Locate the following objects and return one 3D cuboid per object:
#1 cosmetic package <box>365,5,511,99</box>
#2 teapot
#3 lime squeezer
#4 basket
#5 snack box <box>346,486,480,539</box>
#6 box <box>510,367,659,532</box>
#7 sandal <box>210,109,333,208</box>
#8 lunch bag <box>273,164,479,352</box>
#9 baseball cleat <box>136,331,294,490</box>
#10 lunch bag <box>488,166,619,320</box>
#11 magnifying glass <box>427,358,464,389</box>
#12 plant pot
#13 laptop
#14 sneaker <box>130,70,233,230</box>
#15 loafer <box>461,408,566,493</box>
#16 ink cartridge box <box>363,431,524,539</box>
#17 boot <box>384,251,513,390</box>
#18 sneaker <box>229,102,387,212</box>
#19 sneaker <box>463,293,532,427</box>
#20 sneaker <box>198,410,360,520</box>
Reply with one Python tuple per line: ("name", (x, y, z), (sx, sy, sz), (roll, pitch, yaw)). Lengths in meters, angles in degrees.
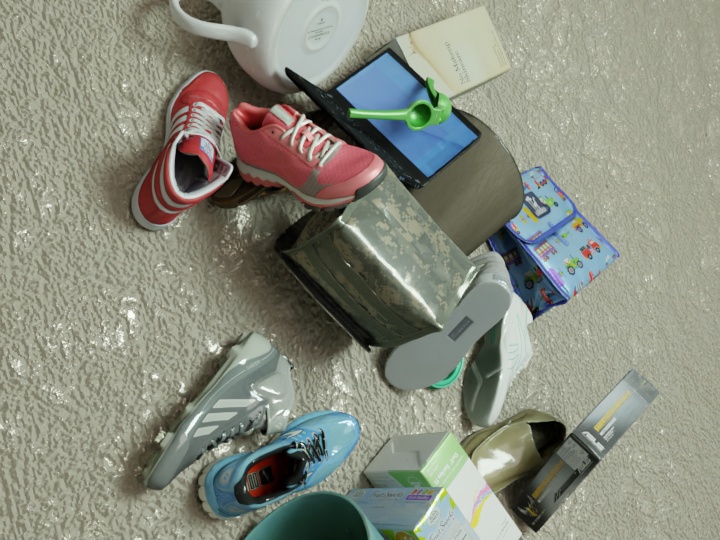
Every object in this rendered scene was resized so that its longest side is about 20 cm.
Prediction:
("cosmetic package", (0.113, -0.289, 1.140), (0.199, 0.073, 0.105), (-33, 98, -38))
("teapot", (-0.097, -0.315, 0.944), (0.146, 0.200, 0.198), (39, 93, 20))
("lime squeezer", (0.064, -0.192, 0.938), (0.070, 0.038, 0.199), (42, 38, 10))
("basket", (0.098, -0.075, 1.041), (0.200, 0.135, 0.181), (-48, 114, -30))
("snack box", (0.075, 0.334, 0.894), (0.068, 0.168, 0.201), (-45, 106, -36))
("box", (0.292, 0.237, 1.066), (0.048, 0.202, 0.158), (41, 50, 19))
("sandal", (-0.093, -0.125, 0.955), (0.200, 0.081, 0.055), (-50, 131, -41))
("lunch bag", (0.000, 0.000, 0.904), (0.164, 0.199, 0.118), (46, 56, -13))
("baseball cleat", (-0.134, 0.156, 0.837), (0.106, 0.070, 0.201), (38, 58, -5))
("lunch bag", (0.259, -0.055, 1.195), (0.150, 0.094, 0.202), (-32, 86, -36))
("magnifying glass", (0.129, 0.072, 1.093), (0.080, 0.022, 0.201), (47, 55, -18))
("plant pot", (-0.027, 0.351, 0.805), (0.161, 0.199, 0.202), (50, 54, -29))
("laptop", (0.034, -0.193, 0.954), (0.177, 0.104, 0.200), (45, 12, 14))
("sneaker", (-0.171, -0.142, 0.864), (0.071, 0.112, 0.203), (30, 62, -27))
("loafer", (0.200, 0.235, 1.075), (0.198, 0.067, 0.077), (-26, 93, -39))
("ink cartridge box", (0.107, 0.290, 0.960), (0.067, 0.116, 0.201), (-43, 104, -34))
("boot", (0.110, 0.062, 1.010), (0.073, 0.200, 0.096), (43, 23, -13))
("sneaker", (-0.064, -0.121, 0.819), (0.074, 0.198, 0.088), (-49, 138, -30))
("sneaker", (0.196, 0.121, 1.101), (0.080, 0.070, 0.203), (33, 60, -29))
("sneaker", (-0.069, 0.209, 0.866), (0.198, 0.089, 0.080), (-22, 92, -39))
